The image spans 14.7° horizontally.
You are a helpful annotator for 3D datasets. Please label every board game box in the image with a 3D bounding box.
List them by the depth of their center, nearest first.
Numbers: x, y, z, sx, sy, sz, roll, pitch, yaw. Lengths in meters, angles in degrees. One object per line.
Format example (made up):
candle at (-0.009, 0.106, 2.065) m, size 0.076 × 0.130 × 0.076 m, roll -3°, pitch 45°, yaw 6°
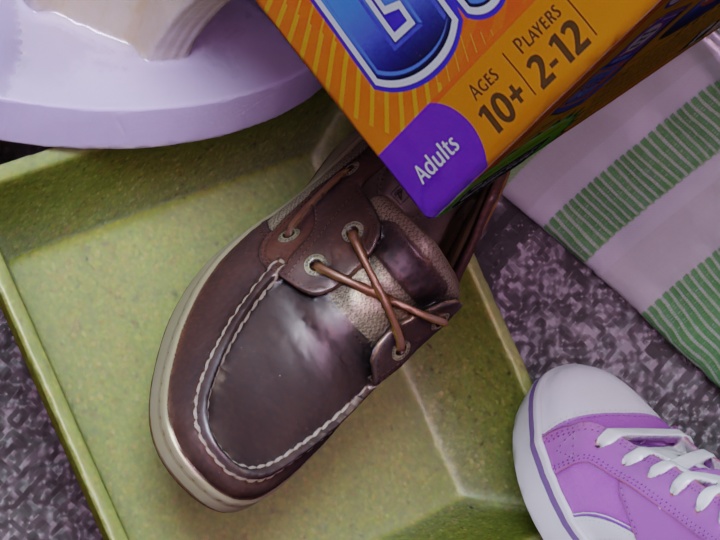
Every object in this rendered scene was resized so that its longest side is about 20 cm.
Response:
board game box at (0.069, -0.178, 0.845) m, size 0.200 × 0.200 × 0.200 m, roll -34°, pitch 84°, yaw -39°

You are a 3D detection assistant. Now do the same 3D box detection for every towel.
towel at (0.121, -0.028, 1.019) m, size 0.200 × 0.153 × 0.023 m, roll 40°, pitch 54°, yaw -4°

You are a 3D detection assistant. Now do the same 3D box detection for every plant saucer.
plant saucer at (-0.036, 0.039, 1.006) m, size 0.199 × 0.048 × 0.200 m, roll -22°, pitch 85°, yaw -39°

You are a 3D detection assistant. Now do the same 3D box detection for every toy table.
toy table at (-0.076, -0.126, 0.973) m, size 0.200 × 0.117 × 0.184 m, roll -20°, pitch 55°, yaw -40°

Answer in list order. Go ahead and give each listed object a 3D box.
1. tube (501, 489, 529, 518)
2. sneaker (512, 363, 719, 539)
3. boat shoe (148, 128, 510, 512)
tube at (0.124, 0.164, 1.055) m, size 0.200 × 0.058 × 0.052 m, roll 36°, pitch 124°, yaw 0°
sneaker at (0.130, 0.084, 0.968) m, size 0.073 × 0.114 × 0.201 m, roll -2°, pitch 45°, yaw -34°
boat shoe at (0.000, 0.000, 0.969) m, size 0.072 × 0.072 × 0.200 m, roll 49°, pitch 52°, yaw -10°
